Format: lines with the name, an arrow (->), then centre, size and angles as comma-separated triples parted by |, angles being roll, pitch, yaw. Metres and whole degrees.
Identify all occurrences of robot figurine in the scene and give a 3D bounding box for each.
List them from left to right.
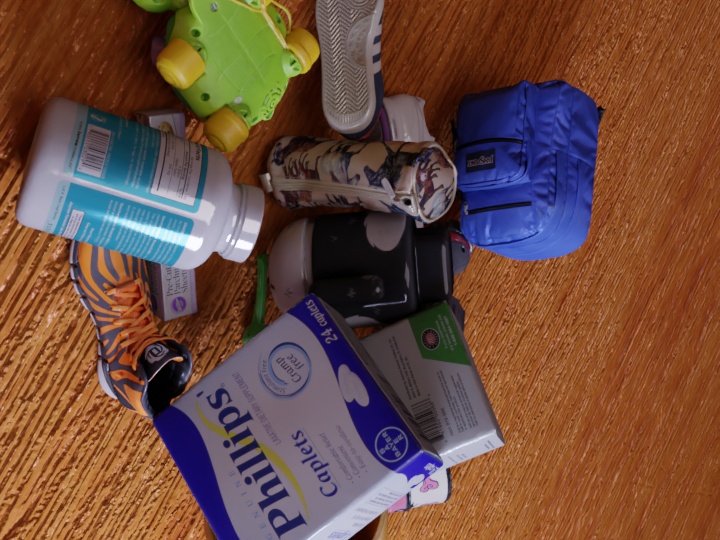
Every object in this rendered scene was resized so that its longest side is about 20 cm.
robot figurine -> 0.000, 0.001, 0.962 | 0.151, 0.197, 0.127 | 72, 16, -63

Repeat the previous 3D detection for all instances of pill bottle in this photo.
pill bottle -> -0.186, -0.067, 0.778 | 0.198, 0.111, 0.112 | 17, 92, -23

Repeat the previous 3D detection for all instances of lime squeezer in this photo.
lime squeezer -> -0.100, 0.085, 1.010 | 0.071, 0.037, 0.202 | -65, 144, -52

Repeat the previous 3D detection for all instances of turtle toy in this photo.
turtle toy -> -0.138, -0.216, 0.823 | 0.146, 0.100, 0.201 | -50, 130, -19

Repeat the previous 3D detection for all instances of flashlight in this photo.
flashlight -> 0.101, 0.014, 1.069 | 0.067, 0.201, 0.068 | -33, 114, 23

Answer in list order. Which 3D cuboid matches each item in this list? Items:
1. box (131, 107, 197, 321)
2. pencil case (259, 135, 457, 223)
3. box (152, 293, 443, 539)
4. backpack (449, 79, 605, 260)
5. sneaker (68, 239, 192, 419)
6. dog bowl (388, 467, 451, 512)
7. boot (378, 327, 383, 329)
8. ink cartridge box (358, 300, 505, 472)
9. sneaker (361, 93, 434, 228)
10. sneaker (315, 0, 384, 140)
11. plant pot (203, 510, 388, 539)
box -> -0.189, -0.054, 0.870 | 0.041, 0.038, 0.203 | -13, 112, -37
pencil case -> -0.005, -0.096, 0.925 | 0.089, 0.198, 0.079 | -27, 119, -53
box -> -0.058, 0.161, 0.842 | 0.199, 0.185, 0.105 | -38, 158, 2
backpack -> 0.190, -0.118, 1.104 | 0.166, 0.161, 0.203 | 11, 79, -41
sneaker -> -0.204, 0.046, 0.836 | 0.077, 0.111, 0.203 | -25, 120, -34
dog bowl -> 0.028, 0.191, 1.055 | 0.073, 0.200, 0.203 | -21, 119, -15
boot -> 0.061, 0.055, 1.096 | 0.075, 0.107, 0.201 | -46, 128, -18
ink cartridge box -> 0.029, 0.143, 0.926 | 0.198, 0.148, 0.083 | -23, 157, 8
sneaker -> 0.058, -0.108, 1.056 | 0.099, 0.074, 0.203 | -21, 112, -39
sneaker -> -0.008, -0.236, 0.965 | 0.085, 0.074, 0.203 | 48, 46, -76
plant pot -> -0.064, 0.318, 1.017 | 0.199, 0.199, 0.185 | -36, 141, -29
